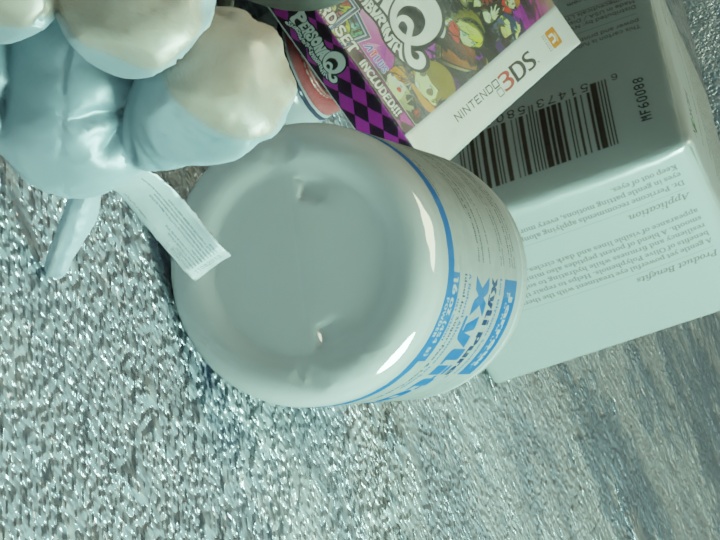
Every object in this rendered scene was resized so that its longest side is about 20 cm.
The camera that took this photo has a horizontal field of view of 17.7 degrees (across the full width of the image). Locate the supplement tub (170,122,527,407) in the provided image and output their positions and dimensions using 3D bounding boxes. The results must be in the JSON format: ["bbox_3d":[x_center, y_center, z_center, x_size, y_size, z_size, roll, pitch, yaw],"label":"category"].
[{"bbox_3d":[0.000,0.000,1.122,0.200,0.131,0.133,5,66,-72],"label":"supplement tub"}]

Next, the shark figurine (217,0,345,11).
[{"bbox_3d":[-0.058,-0.163,1.186,0.089,0.214,0.129,-20,125,-39],"label":"shark figurine"}]

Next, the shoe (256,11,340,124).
[{"bbox_3d":[0.002,-0.136,1.371,0.200,0.091,0.072,-41,111,-74],"label":"shoe"}]

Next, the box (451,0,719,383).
[{"bbox_3d":[0.143,-0.068,1.576,0.201,0.198,0.172,-95,159,-43],"label":"box"}]

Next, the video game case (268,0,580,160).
[{"bbox_3d":[0.021,-0.169,1.333,0.200,0.036,0.181,55,45,-6],"label":"video game case"}]

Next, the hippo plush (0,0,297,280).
[{"bbox_3d":[-0.081,-0.117,0.853,0.200,0.159,0.161,50,48,-47],"label":"hippo plush"}]
